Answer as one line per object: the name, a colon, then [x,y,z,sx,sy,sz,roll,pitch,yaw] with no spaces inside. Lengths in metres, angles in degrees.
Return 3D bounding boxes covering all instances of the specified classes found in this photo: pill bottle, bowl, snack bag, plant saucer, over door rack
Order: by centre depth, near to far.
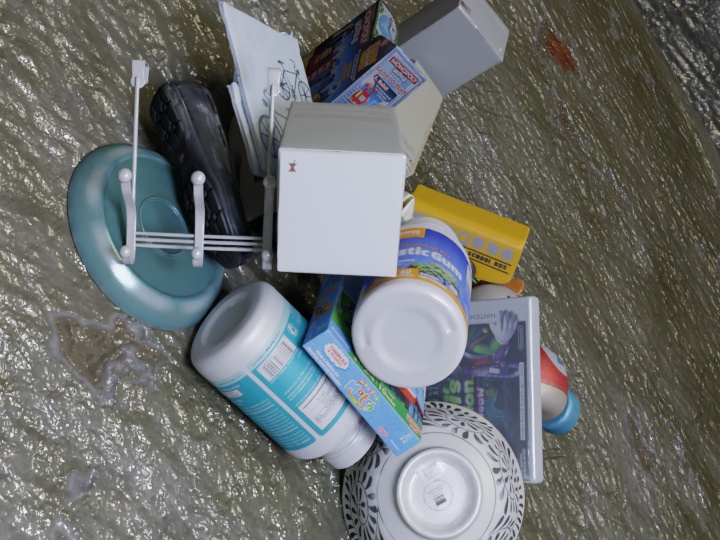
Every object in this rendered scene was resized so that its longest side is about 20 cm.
over door rack: [-0.150,-0.106,1.026,0.067,0.145,0.204,118,-26,-77]
plant saucer: [-0.204,-0.040,1.095,0.199,0.027,0.203,33,44,-38]
pill bottle: [0.056,0.021,1.098,0.113,0.111,0.201,52,21,-17]
pill bottle: [-0.069,0.113,1.103,0.200,0.110,0.112,47,36,-25]
bowl: [0.079,0.232,1.133,0.094,0.197,0.204,94,-22,-77]
snack bag: [-0.095,-0.188,1.214,0.188,0.021,0.204,6,67,-66]

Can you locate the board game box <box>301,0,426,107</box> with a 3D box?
board game box: [-0.004,-0.236,1.354,0.062,0.198,0.202,41,39,-28]

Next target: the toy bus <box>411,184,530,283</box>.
toy bus: [0.112,-0.049,1.412,0.197,0.079,0.065,22,32,8]

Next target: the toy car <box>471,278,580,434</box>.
toy car: [0.180,0.086,1.384,0.184,0.174,0.204,35,55,-50]

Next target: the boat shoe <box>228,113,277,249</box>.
boat shoe: [-0.100,-0.109,1.265,0.093,0.073,0.203,53,27,-51]

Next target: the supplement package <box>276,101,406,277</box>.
supplement package: [-0.020,-0.084,1.063,0.200,0.114,0.120,-90,-177,-70]

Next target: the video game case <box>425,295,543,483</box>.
video game case: [0.126,0.136,1.249,0.023,0.180,0.204,6,81,-47]

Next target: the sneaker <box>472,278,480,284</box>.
sneaker: [0.150,0.029,1.502,0.201,0.077,0.086,49,34,-21]

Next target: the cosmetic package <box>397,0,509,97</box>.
cosmetic package: [0.103,-0.310,1.556,0.107,0.198,0.091,45,37,-25]

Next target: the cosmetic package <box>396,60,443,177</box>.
cosmetic package: [0.036,-0.188,1.468,0.073,0.103,0.201,50,36,-20]

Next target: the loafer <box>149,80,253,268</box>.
loafer: [-0.148,-0.101,1.111,0.070,0.068,0.203,-13,76,-40]

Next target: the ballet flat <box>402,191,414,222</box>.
ballet flat: [0.031,-0.087,1.338,0.202,0.071,0.073,61,29,-34]

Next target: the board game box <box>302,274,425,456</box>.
board game box: [0.013,0.074,1.134,0.152,0.036,0.201,50,21,-17]
